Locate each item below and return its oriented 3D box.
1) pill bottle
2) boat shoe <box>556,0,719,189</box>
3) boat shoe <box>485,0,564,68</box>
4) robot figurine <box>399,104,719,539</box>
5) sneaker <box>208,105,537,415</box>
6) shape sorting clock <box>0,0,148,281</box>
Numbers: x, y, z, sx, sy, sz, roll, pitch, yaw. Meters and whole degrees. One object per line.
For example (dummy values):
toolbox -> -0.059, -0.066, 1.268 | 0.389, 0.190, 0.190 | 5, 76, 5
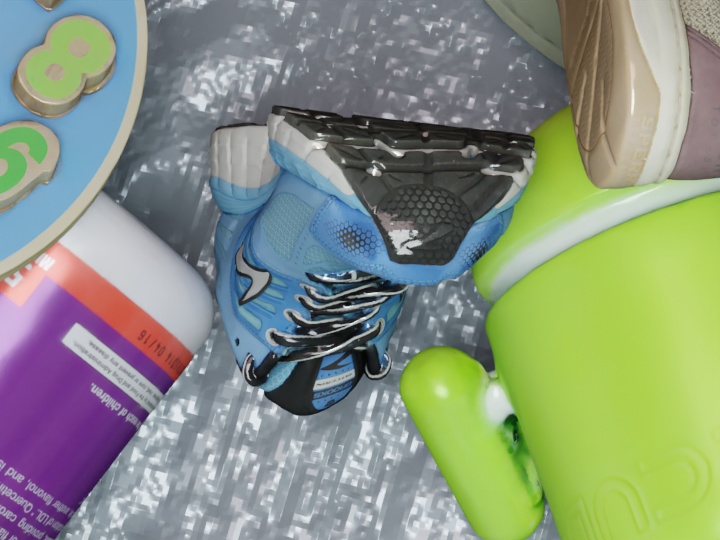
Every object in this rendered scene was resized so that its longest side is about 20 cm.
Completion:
pill bottle -> -0.144, 0.055, 0.852 | 0.112, 0.112, 0.200 | 35, 83, 17
boat shoe -> 0.094, -0.098, 0.798 | 0.065, 0.072, 0.200 | 10, 44, -9
boat shoe -> 0.129, -0.088, 0.871 | 0.201, 0.072, 0.061 | 22, 37, 27
robot figurine -> 0.103, 0.030, 0.812 | 0.175, 0.116, 0.200 | -22, 72, 9
sneaker -> 0.000, 0.000, 0.813 | 0.078, 0.200, 0.090 | 5, 88, -12
shape sorting clock -> -0.160, -0.078, 0.795 | 0.200, 0.039, 0.200 | 5, 68, -12
